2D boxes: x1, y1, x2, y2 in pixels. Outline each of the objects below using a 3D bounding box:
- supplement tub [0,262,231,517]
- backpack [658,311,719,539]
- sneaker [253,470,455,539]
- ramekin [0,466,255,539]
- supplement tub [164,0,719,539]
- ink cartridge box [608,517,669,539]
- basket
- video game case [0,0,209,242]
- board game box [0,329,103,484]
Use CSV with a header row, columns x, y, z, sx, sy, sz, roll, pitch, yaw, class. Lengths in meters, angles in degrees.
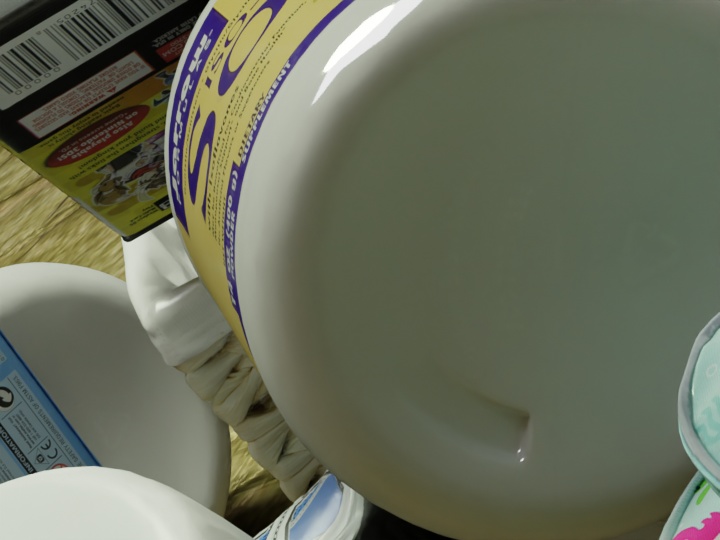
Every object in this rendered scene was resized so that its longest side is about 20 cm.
x,y,z,sx,sy,sz,roll,pitch,yaw,class
-0.157,0.081,0.982,0.145,0.145,0.200,-47,17,-31,supplement tub
0.152,0.044,0.486,0.177,0.151,0.200,-42,13,-9,backpack
-0.002,0.089,0.775,0.200,0.076,0.077,-43,22,-24,sneaker
-0.077,0.147,0.633,0.200,0.098,0.201,-27,39,25,ramekin
0.027,-0.024,0.646,0.145,0.146,0.200,-37,17,-2,supplement tub
0.129,0.009,0.727,0.136,0.076,0.200,-32,19,18,ink cartridge box
0.000,0.000,0.927,0.135,0.123,0.200,-35,18,3,basket
-0.024,-0.089,0.777,0.200,0.026,0.181,-30,-20,6,video game case
-0.165,0.120,0.825,0.200,0.151,0.037,-43,16,-33,board game box
